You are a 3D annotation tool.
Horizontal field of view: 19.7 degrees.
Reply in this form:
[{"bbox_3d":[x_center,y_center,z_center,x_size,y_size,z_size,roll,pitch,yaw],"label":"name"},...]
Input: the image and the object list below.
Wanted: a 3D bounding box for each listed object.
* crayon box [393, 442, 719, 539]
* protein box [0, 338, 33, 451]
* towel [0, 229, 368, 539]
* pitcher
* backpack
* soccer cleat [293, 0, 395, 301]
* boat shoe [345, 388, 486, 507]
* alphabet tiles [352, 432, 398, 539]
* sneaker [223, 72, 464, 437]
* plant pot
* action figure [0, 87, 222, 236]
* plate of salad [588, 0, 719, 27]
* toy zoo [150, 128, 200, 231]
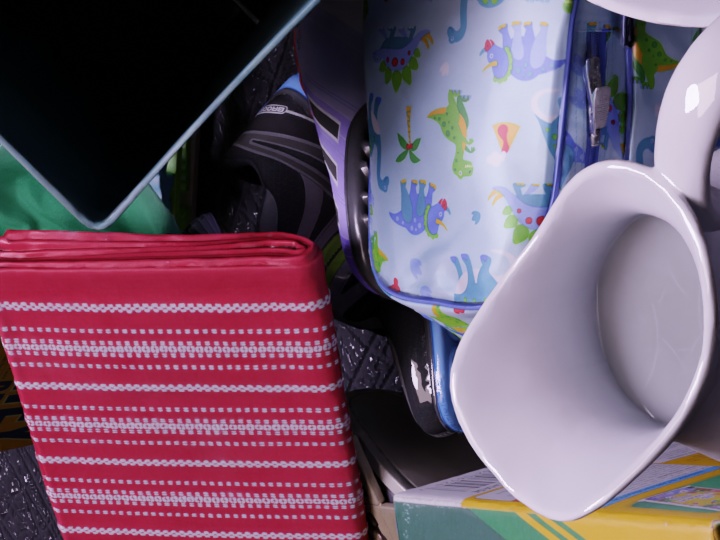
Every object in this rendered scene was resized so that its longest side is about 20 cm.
[{"bbox_3d":[0.123,0.099,0.768,0.199,0.125,0.052,-4,95,51],"label":"crayon box"},{"bbox_3d":[-0.227,-0.013,1.120,0.135,0.199,0.199,-50,60,44],"label":"protein box"},{"bbox_3d":[-0.073,0.065,0.885,0.143,0.023,0.201,0,129,11],"label":"towel"},{"bbox_3d":[0.143,-0.008,0.661,0.121,0.199,0.172,48,126,35],"label":"pitcher"},{"bbox_3d":[0.073,-0.068,0.801,0.162,0.153,0.202,11,117,44],"label":"backpack"},{"bbox_3d":[0.005,-0.074,0.897,0.073,0.068,0.202,-28,57,45],"label":"soccer cleat"},{"bbox_3d":[0.051,0.127,0.908,0.200,0.072,0.063,40,124,33],"label":"boat shoe"},{"bbox_3d":[0.018,0.164,0.946,0.201,0.006,0.166,66,158,-6],"label":"alphabet tiles"},{"bbox_3d":[0.000,0.000,0.927,0.083,0.071,0.200,-38,57,9],"label":"sneaker"},{"bbox_3d":[-0.087,-0.131,0.814,0.141,0.200,0.141,44,102,-5],"label":"plant pot"},{"bbox_3d":[-0.086,0.010,0.894,0.118,0.200,0.055,-38,25,35],"label":"action figure"},{"bbox_3d":[0.129,-0.177,0.693,0.198,0.048,0.202,-9,65,21],"label":"plate of salad"},{"bbox_3d":[-0.110,-0.062,0.993,0.020,0.200,0.132,7,108,9],"label":"toy zoo"}]
